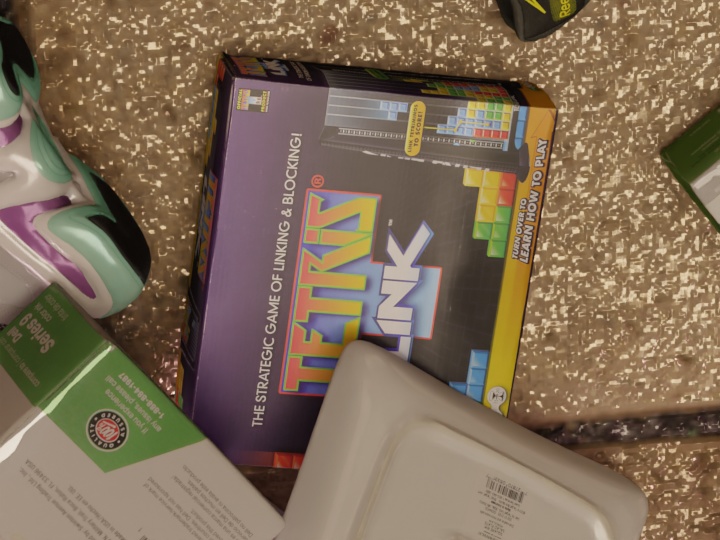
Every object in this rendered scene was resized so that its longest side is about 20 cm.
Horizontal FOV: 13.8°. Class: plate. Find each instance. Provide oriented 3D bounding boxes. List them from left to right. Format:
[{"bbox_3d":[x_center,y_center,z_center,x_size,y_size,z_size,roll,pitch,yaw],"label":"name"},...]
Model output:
[{"bbox_3d":[0.046,0.161,1.449,0.199,0.032,0.201,28,72,-26],"label":"plate"}]

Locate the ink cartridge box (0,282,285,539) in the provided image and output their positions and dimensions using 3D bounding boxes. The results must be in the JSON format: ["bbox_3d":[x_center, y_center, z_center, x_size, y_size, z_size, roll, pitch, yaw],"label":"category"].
[{"bbox_3d":[-0.160,0.130,1.389,0.200,0.087,0.145,-45,124,-4],"label":"ink cartridge box"}]

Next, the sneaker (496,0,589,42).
[{"bbox_3d":[0.039,-0.178,1.417,0.200,0.075,0.085,32,100,-19],"label":"sneaker"}]

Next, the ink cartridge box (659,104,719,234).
[{"bbox_3d":[0.256,-0.014,1.523,0.104,0.059,0.200,-39,111,3],"label":"ink cartridge box"}]

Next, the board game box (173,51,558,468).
[{"bbox_3d":[0.000,0.000,1.478,0.165,0.057,0.201,4,107,-14],"label":"board game box"}]

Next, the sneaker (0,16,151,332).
[{"bbox_3d":[-0.206,-0.042,1.413,0.140,0.078,0.200,-29,97,12],"label":"sneaker"}]

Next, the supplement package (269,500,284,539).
[{"bbox_3d":[-0.072,0.233,1.505,0.121,0.120,0.200,40,96,-21],"label":"supplement package"}]
